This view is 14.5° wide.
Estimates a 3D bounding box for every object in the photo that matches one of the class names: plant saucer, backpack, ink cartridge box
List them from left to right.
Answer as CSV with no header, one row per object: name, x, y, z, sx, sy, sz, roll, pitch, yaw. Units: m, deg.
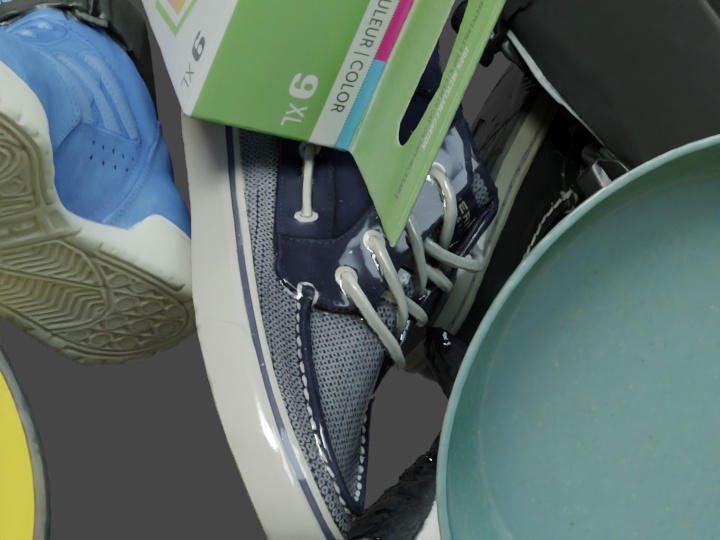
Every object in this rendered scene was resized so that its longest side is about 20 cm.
ink cartridge box,-0.021,-0.108,0.883,0.059,0.104,0.200,11,32,-24
plant saucer,0.110,0.044,0.884,0.200,0.200,0.036,12,17,-26
backpack,0.148,-0.100,0.976,0.178,0.151,0.200,52,27,21

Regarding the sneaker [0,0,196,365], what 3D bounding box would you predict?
sneaker,-0.115,-0.055,0.866,0.200,0.077,0.111,38,31,-55

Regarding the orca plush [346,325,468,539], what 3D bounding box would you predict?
orca plush,-0.013,0.104,0.876,0.071,0.105,0.200,12,65,18

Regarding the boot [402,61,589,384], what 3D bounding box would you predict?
boot,0.102,-0.003,1.011,0.154,0.073,0.204,37,43,-7

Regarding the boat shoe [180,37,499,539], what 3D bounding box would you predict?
boat shoe,0.000,0.000,0.886,0.093,0.075,0.200,-18,47,7

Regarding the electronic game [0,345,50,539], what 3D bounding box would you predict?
electronic game,-0.183,0.056,0.817,0.200,0.042,0.200,16,55,-24
